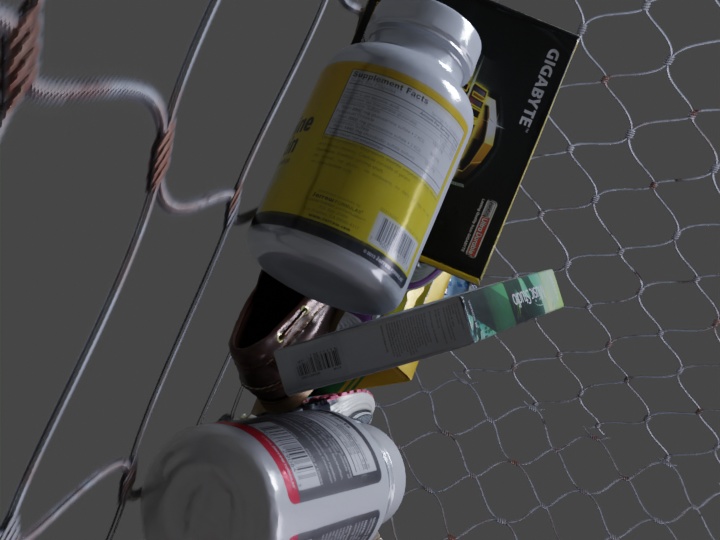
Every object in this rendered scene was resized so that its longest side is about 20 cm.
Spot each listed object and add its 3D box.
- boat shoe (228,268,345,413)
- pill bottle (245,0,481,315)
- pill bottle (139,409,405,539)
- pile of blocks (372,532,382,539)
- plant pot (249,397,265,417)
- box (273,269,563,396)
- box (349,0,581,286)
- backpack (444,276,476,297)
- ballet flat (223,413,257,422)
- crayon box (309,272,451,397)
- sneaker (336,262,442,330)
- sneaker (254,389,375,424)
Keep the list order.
[{"bbox_3d":[-0.044,0.011,0.804,0.070,0.070,0.200,58,33,-33],"label":"boat shoe"},{"bbox_3d":[0.010,-0.080,0.709,0.112,0.112,0.201,99,14,-73],"label":"pill bottle"},{"bbox_3d":[-0.048,0.154,0.730,0.200,0.110,0.111,6,108,-60],"label":"pill bottle"},{"bbox_3d":[-0.032,0.282,1.041,0.062,0.082,0.200,-30,-163,-23],"label":"pile of blocks"},{"bbox_3d":[-0.094,0.147,1.156,0.200,0.027,0.201,21,90,-86],"label":"plant pot"},{"bbox_3d":[0.049,0.041,0.756,0.200,0.144,0.037,-14,86,-62],"label":"box"},{"bbox_3d":[0.054,-0.110,0.798,0.049,0.159,0.201,30,83,-85],"label":"box"},{"bbox_3d":[0.051,-0.015,1.186,0.183,0.146,0.201,139,-40,-68],"label":"backpack"},{"bbox_3d":[-0.101,0.152,0.842,0.200,0.069,0.071,23,86,-82],"label":"ballet flat"},{"bbox_3d":[0.005,0.048,0.987,0.200,0.051,0.127,-15,-139,46],"label":"crayon box"},{"bbox_3d":[0.000,0.000,0.916,0.200,0.075,0.100,-34,-146,21],"label":"sneaker"},{"bbox_3d":[-0.041,0.158,0.998,0.200,0.080,0.075,-5,82,-68],"label":"sneaker"}]
